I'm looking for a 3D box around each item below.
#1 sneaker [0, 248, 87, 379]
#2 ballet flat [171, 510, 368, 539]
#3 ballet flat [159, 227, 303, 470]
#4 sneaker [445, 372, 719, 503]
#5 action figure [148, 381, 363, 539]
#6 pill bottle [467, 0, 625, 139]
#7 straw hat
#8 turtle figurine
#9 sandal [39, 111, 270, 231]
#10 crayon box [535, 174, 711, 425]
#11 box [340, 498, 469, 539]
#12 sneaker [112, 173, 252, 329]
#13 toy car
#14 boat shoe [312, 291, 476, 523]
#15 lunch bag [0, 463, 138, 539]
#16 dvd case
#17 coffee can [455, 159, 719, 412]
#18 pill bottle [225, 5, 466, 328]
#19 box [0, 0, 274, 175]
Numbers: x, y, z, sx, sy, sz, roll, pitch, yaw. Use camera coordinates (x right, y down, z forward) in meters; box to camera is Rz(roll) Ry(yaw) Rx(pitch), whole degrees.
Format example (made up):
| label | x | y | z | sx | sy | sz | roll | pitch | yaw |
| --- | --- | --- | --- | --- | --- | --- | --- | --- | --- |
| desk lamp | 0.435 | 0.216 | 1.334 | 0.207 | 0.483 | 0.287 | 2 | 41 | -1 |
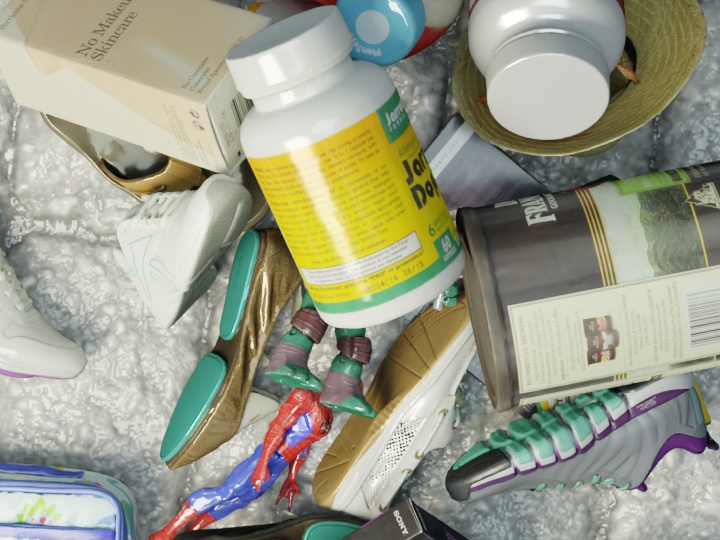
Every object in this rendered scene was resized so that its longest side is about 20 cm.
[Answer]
| label | x | y | z | sx | sy | sz | roll | pitch | yaw |
| --- | --- | --- | --- | --- | --- | --- | --- | --- | --- |
| sneaker | -0.287 | 0.011 | 1.482 | 0.200 | 0.075 | 0.100 | 31 | 94 | -5 |
| ballet flat | -0.061 | 0.211 | 1.489 | 0.200 | 0.068 | 0.068 | 7 | 96 | -38 |
| ballet flat | -0.086 | 0.067 | 1.509 | 0.072 | 0.068 | 0.201 | 21 | 90 | -23 |
| sneaker | 0.164 | 0.141 | 1.443 | 0.200 | 0.074 | 0.088 | -26 | 102 | 1 |
| action figure | -0.072 | 0.151 | 1.510 | 0.200 | 0.065 | 0.052 | -47 | 61 | 3 |
| pill bottle | 0.132 | -0.195 | 1.407 | 0.112 | 0.112 | 0.200 | 5 | 51 | -3 |
| straw hat | 0.167 | -0.135 | 1.479 | 0.201 | 0.201 | 0.085 | -23 | 137 | 0 |
| turtle figurine | 0.000 | 0.000 | 1.466 | 0.149 | 0.101 | 0.201 | 23 | 78 | -25 |
| sandal | -0.158 | -0.090 | 1.488 | 0.200 | 0.054 | 0.080 | 33 | 93 | -5 |
| crayon box | 0.174 | 0.042 | 1.496 | 0.118 | 0.058 | 0.201 | -21 | 97 | 0 |
| box | -0.009 | 0.252 | 1.471 | 0.200 | 0.143 | 0.036 | -35 | 55 | 11 |
| sneaker | -0.138 | -0.024 | 1.434 | 0.080 | 0.200 | 0.070 | 43 | 61 | 2 |
| toy car | -0.041 | -0.187 | 1.452 | 0.177 | 0.184 | 0.200 | 37 | 121 | -5 |
| boat shoe | 0.043 | 0.108 | 1.511 | 0.069 | 0.071 | 0.200 | 30 | 104 | -23 |
| lunch bag | -0.270 | 0.224 | 1.488 | 0.199 | 0.082 | 0.161 | 5 | 95 | 1 |
| dvd case | 0.102 | -0.002 | 1.526 | 0.200 | 0.016 | 0.149 | 39 | 94 | -6 |
| coffee can | 0.178 | 0.010 | 1.390 | 0.199 | 0.146 | 0.147 | -11 | 96 | -2 |
| pill bottle | -0.014 | -0.071 | 1.339 | 0.113 | 0.113 | 0.200 | -24 | 107 | 0 |
| box | -0.158 | -0.149 | 1.413 | 0.200 | 0.078 | 0.095 | 18 | 59 | 26 |
